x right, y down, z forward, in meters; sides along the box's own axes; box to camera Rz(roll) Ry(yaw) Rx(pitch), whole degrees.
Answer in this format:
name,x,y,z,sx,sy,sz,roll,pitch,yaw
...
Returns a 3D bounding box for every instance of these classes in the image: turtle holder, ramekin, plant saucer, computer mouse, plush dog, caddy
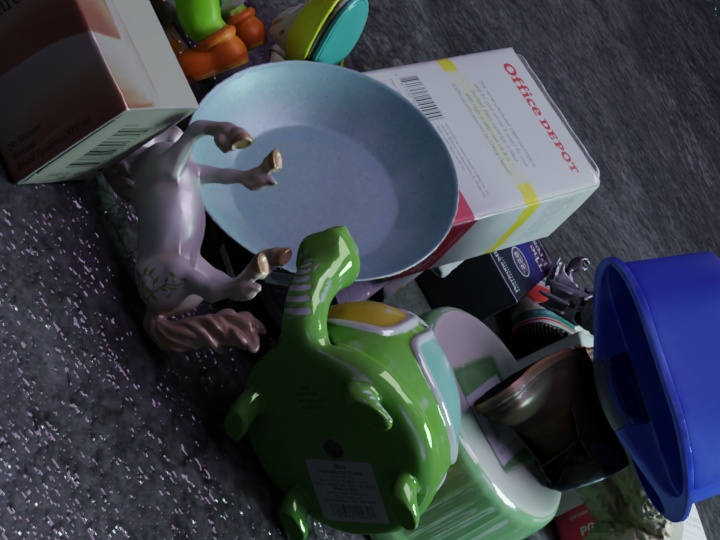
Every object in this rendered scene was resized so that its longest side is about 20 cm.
name,x,y,z,sx,sy,sz,roll,pitch,yaw
turtle holder,-0.011,0.077,1.126,0.186,0.141,0.132,49,41,-8
ramekin,0.066,0.125,1.281,0.200,0.097,0.201,44,29,-32
plant saucer,-0.030,-0.064,1.222,0.200,0.039,0.202,9,52,-12
computer mouse,-0.054,-0.015,1.256,0.140,0.046,0.201,5,48,-47
plush dog,0.200,0.137,1.415,0.200,0.171,0.161,-51,141,-33
caddy,0.224,0.082,1.255,0.142,0.104,0.201,99,-22,-67

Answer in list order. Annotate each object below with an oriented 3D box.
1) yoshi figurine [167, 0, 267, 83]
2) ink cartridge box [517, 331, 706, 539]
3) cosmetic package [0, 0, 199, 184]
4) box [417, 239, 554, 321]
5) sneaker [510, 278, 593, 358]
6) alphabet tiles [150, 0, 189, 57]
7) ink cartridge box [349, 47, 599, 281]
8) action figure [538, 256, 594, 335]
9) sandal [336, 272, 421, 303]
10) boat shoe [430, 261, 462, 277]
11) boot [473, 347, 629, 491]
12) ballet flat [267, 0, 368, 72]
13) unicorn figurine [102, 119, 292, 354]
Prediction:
name,x,y,z,sx,sy,sz,roll,pitch,yaw
yoshi figurine,-0.151,-0.242,1.281,0.112,0.112,0.201,-29,107,-27
ink cartridge box,0.226,0.172,1.560,0.145,0.084,0.201,27,41,-51
cosmetic package,-0.199,-0.165,1.078,0.087,0.103,0.201,-10,72,-63
box,0.082,-0.058,1.541,0.201,0.079,0.141,60,27,-1
sneaker,0.211,0.058,1.669,0.199,0.070,0.094,31,43,-43
alphabet tiles,-0.190,-0.200,1.249,0.167,0.006,0.200,54,25,-14
ink cartridge box,0.074,-0.087,1.362,0.199,0.083,0.146,-15,67,-41
action figure,0.232,0.034,1.563,0.130,0.070,0.200,36,7,17
sandal,-0.006,-0.006,1.346,0.079,0.059,0.206,47,44,9
boat shoe,0.016,-0.076,1.434,0.200,0.067,0.074,40,-13,6
boot,0.148,0.113,1.245,0.097,0.075,0.200,62,22,10
ballet flat,-0.042,-0.165,1.331,0.067,0.200,0.067,41,65,15
unicorn figurine,-0.114,-0.042,1.107,0.074,0.137,0.201,40,47,-50
